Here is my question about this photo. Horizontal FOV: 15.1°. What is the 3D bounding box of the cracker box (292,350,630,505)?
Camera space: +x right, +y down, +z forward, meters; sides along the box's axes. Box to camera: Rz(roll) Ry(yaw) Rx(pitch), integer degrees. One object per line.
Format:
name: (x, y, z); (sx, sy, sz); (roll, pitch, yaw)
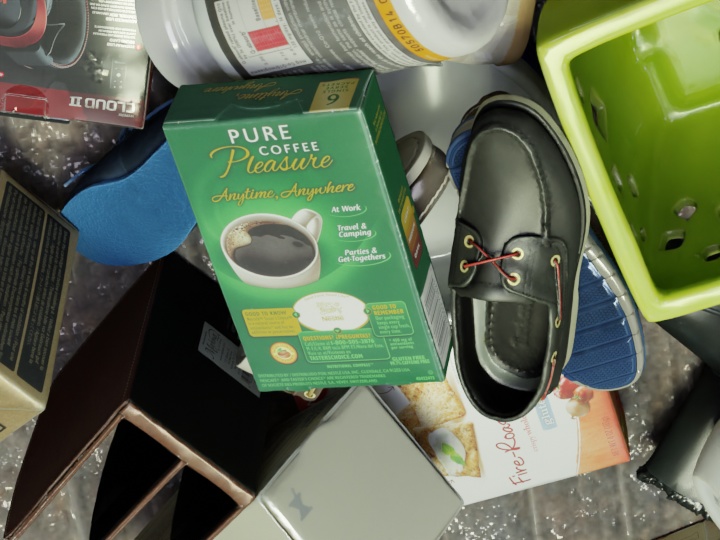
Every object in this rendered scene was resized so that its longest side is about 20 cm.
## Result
cracker box: (0.064, 0.083, 1.776); (0.199, 0.058, 0.135); (-16, 117, 10)

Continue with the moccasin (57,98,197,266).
moccasin: (-0.113, -0.063, 1.678); (0.080, 0.068, 0.200); (39, 140, -21)

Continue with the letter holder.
letter holder: (-0.138, 0.106, 1.705); (0.100, 0.200, 0.142); (38, 113, -15)

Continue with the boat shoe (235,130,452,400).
boat shoe: (0.000, 0.000, 1.634); (0.059, 0.072, 0.200); (32, 119, -13)

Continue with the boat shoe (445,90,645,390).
boat shoe: (0.121, -0.021, 1.615); (0.072, 0.073, 0.201); (-13, 120, 27)

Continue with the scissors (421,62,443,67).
scissors: (-0.030, -0.131, 1.609); (0.014, 0.200, 0.074); (6, 111, -51)

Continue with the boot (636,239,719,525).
boot: (0.228, 0.076, 1.762); (0.197, 0.074, 0.163); (18, 115, -16)

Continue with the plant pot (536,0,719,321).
plant pot: (0.220, -0.118, 1.595); (0.198, 0.182, 0.201); (-19, 117, 10)

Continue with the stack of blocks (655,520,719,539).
stack of blocks: (0.221, 0.246, 1.863); (0.199, 0.059, 0.116); (-24, 116, 13)

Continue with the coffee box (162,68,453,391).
coffee box: (-0.026, -0.020, 1.544); (0.122, 0.044, 0.201); (-4, 128, 20)

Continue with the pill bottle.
pill bottle: (-0.024, -0.162, 1.524); (0.199, 0.117, 0.117); (-9, 122, 36)

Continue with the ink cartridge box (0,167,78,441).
ink cartridge box: (-0.272, 0.056, 1.681); (0.200, 0.165, 0.075); (-35, 121, 31)

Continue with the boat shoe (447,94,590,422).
boat shoe: (0.088, -0.004, 1.551); (0.073, 0.063, 0.203); (12, 127, 21)

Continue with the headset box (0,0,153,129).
headset box: (-0.192, -0.178, 1.624); (0.147, 0.075, 0.201); (6, 118, -3)

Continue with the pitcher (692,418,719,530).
pitcher: (0.316, 0.116, 1.709); (0.199, 0.121, 0.172); (-35, 138, -8)

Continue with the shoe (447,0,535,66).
shoe: (0.079, -0.205, 1.536); (0.053, 0.070, 0.201); (-3, 121, -23)

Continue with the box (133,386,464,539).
box: (-0.052, 0.175, 1.734); (0.109, 0.128, 0.200); (50, 139, -8)

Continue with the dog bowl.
dog bowl: (0.033, -0.069, 1.681); (0.198, 0.079, 0.201); (0, 119, 1)
